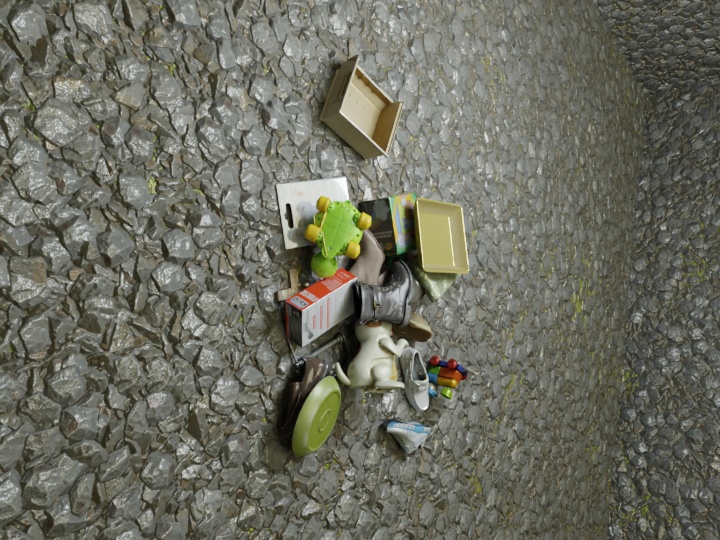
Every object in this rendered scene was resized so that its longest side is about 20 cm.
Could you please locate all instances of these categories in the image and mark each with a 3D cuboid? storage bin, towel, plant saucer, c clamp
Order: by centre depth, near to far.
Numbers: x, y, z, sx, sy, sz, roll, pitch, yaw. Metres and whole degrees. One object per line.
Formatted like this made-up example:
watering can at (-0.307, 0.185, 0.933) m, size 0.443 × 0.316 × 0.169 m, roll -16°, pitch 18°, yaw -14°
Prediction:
plant saucer at (-0.097, 0.358, 1.277) m, size 0.200 × 0.030 × 0.204 m, roll -49°, pitch 149°, yaw -44°
c clamp at (-0.090, 0.225, 1.360) m, size 0.198 × 0.027 × 0.175 m, roll -20°, pitch 102°, yaw -43°
storage bin at (0.009, -0.444, 1.449) m, size 0.199 × 0.093 × 0.203 m, roll 32°, pitch 66°, yaw -38°
plant saucer at (0.218, -0.090, 1.478) m, size 0.197 × 0.048 × 0.205 m, roll 3°, pitch 79°, yaw -41°
towel at (0.227, -0.016, 1.526) m, size 0.199 × 0.036 × 0.150 m, roll -41°, pitch 101°, yaw -39°

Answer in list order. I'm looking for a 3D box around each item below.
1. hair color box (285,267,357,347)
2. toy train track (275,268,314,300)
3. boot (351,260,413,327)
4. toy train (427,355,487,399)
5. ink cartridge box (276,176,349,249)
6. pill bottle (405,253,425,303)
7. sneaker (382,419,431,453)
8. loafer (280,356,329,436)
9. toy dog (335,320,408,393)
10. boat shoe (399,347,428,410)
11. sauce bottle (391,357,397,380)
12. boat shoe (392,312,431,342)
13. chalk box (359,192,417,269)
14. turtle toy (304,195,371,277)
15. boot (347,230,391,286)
hair color box at (-0.095, 0.089, 1.312) m, size 0.199 × 0.063 × 0.113 m, roll -31°, pitch 136°, yaw -42°
toy train track at (-0.125, 0.049, 1.332) m, size 0.197 × 0.032 × 0.118 m, roll -10°, pitch 95°, yaw -45°
boot at (0.053, 0.051, 1.360) m, size 0.171 × 0.069 × 0.205 m, roll 16°, pitch 61°, yaw -34°
toy train at (0.281, 0.339, 1.602) m, size 0.085 × 0.198 × 0.117 m, roll 43°, pitch 65°, yaw -33°
ink cartridge box at (-0.118, -0.150, 1.355) m, size 0.196 × 0.057 × 0.167 m, roll -11°, pitch 96°, yaw -23°
pill bottle at (0.161, 0.024, 1.558) m, size 0.199 × 0.111 × 0.115 m, roll -33°, pitch 110°, yaw -40°
sneaker at (0.134, 0.487, 1.537) m, size 0.198 × 0.074 × 0.089 m, roll 24°, pitch 77°, yaw -41°
loafer at (-0.148, 0.299, 1.275) m, size 0.070 × 0.073 × 0.203 m, roll 28°, pitch 74°, yaw -7°
toy dog at (0.030, 0.212, 1.392) m, size 0.189 × 0.140 × 0.205 m, roll 4°, pitch 70°, yaw -3°
boat shoe at (0.171, 0.330, 1.575) m, size 0.070 × 0.069 × 0.204 m, roll -24°, pitch 102°, yaw -31°
sauce bottle at (0.063, 0.227, 1.485) m, size 0.065 × 0.065 × 0.205 m, roll -14°, pitch 97°, yaw -43°
boat shoe at (0.127, 0.147, 1.559) m, size 0.198 × 0.071 × 0.065 m, roll 32°, pitch 31°, yaw -30°
chalk box at (0.093, -0.107, 1.492) m, size 0.122 × 0.123 × 0.205 m, roll -16°, pitch 100°, yaw -43°
turtle toy at (-0.065, -0.080, 1.301) m, size 0.143 × 0.101 × 0.204 m, roll 22°, pitch 83°, yaw -3°
boot at (0.000, 0.000, 1.425) m, size 0.145 × 0.070 × 0.203 m, roll -35°, pitch 104°, yaw -18°
